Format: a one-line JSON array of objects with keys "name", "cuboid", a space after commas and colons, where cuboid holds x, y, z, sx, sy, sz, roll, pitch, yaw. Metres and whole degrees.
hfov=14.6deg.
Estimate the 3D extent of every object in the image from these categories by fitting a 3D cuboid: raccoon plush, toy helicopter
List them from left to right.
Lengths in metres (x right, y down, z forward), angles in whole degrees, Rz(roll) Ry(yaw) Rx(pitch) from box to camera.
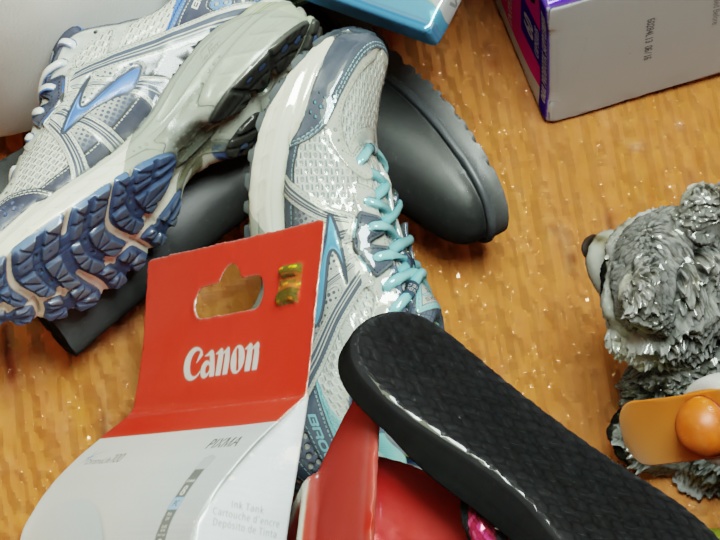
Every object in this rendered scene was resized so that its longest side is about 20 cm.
[{"name": "raccoon plush", "cuboid": [0.185, 0.034, 1.182, 0.199, 0.134, 0.097, 14, 63, 9]}, {"name": "toy helicopter", "cuboid": [0.170, 0.027, 1.052, 0.132, 0.200, 0.079, -26, 71, -12]}]

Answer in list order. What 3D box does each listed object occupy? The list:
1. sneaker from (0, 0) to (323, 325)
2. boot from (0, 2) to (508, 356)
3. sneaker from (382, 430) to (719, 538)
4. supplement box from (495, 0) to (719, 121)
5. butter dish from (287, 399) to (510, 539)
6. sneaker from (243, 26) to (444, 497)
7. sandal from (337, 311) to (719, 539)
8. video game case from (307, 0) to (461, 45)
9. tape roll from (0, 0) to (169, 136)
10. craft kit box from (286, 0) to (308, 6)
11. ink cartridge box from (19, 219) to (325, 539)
[{"name": "sneaker", "cuboid": [-0.111, -0.057, 1.217, 0.085, 0.077, 0.200, 39, 68, 24]}, {"name": "boot", "cuboid": [-0.057, -0.027, 1.260, 0.199, 0.066, 0.165, -32, 60, -17]}, {"name": "sneaker", "cuboid": [0.077, 0.127, 1.172, 0.199, 0.076, 0.105, 25, 73, 20]}, {"name": "supplement box", "cuboid": [0.100, -0.188, 1.321, 0.103, 0.101, 0.201, -16, 62, -5]}, {"name": "butter dish", "cuboid": [0.032, 0.173, 1.090, 0.147, 0.200, 0.201, 10, 60, -6]}, {"name": "sneaker", "cuboid": [0.000, 0.000, 1.180, 0.086, 0.078, 0.201, 9, 93, 25]}, {"name": "sandal", "cuboid": [0.068, 0.093, 1.030, 0.200, 0.045, 0.075, 41, 35, 18]}, {"name": "video game case", "cuboid": [0.016, -0.208, 1.233, 0.143, 0.018, 0.201, 22, 78, 26]}, {"name": "tape roll", "cuboid": [-0.186, -0.177, 1.265, 0.202, 0.139, 0.204, -10, 66, 24]}, {"name": "craft kit box", "cuboid": [0.026, -0.237, 1.276, 0.199, 0.049, 0.199, -18, 61, 12]}, {"name": "ink cartridge box", "cuboid": [-0.082, 0.081, 1.129, 0.047, 0.160, 0.201, 14, 78, -29]}]
